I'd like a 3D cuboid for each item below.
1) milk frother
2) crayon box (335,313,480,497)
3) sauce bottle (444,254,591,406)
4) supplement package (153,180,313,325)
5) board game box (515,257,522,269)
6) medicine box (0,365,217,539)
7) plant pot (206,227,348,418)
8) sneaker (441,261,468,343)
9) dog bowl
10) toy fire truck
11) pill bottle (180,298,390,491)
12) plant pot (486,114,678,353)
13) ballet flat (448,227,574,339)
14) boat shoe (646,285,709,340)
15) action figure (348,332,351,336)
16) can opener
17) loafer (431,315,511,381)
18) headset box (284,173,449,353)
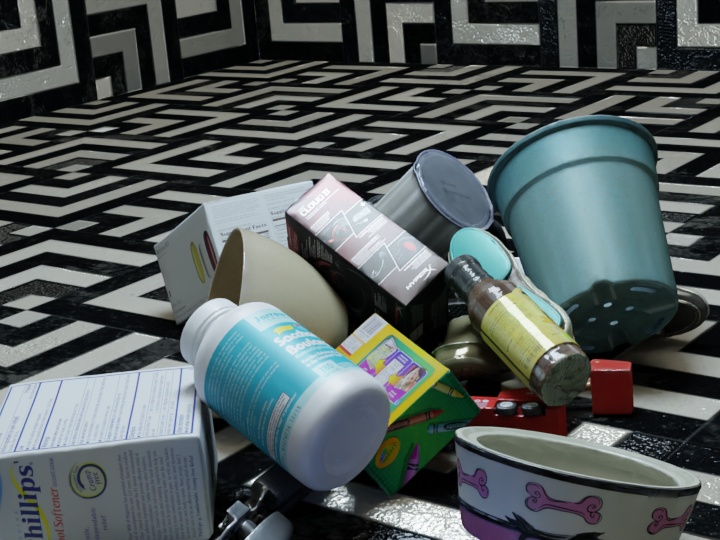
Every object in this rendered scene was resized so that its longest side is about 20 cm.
[{"bbox_3d":[0.067,-0.065,1.681,0.179,0.188,0.202,15,45,-38],"label":"milk frother"},{"bbox_3d":[0.021,0.126,1.357,0.119,0.058,0.200,-42,24,-5],"label":"crayon box"},{"bbox_3d":[0.148,0.051,1.377,0.064,0.065,0.200,-13,40,-26],"label":"sauce bottle"},{"bbox_3d":[-0.150,-0.021,1.773,0.154,0.112,0.200,-14,-8,-29],"label":"supplement package"},{"bbox_3d":[0.126,0.026,1.813,0.197,0.026,0.200,-2,16,9],"label":"board game box"},{"bbox_3d":[-0.236,0.173,1.287,0.197,0.105,0.182,-6,16,-3],"label":"medicine box"},{"bbox_3d":[-0.088,0.067,1.490,0.133,0.203,0.200,12,12,-15],"label":"plant pot"},{"bbox_3d":[0.124,0.030,1.601,0.079,0.075,0.200,-5,-19,-34],"label":"sneaker"},{"bbox_3d":[0.165,0.181,1.104,0.197,0.075,0.200,10,2,0],"label":"dog bowl"},{"bbox_3d":[0.167,0.133,1.397,0.197,0.050,0.141,0,17,19],"label":"toy fire truck"},{"bbox_3d":[-0.075,0.101,1.254,0.110,0.112,0.199,-20,41,-42],"label":"pill bottle"},{"bbox_3d":[0.254,-0.029,1.535,0.197,0.201,0.198,-6,58,-5],"label":"plant pot"},{"bbox_3d":[0.157,0.031,1.471,0.067,0.062,0.200,-38,47,1],"label":"ballet flat"},{"bbox_3d":[0.300,0.056,1.608,0.198,0.068,0.057,1,32,35],"label":"boat shoe"},{"bbox_3d":[-0.079,0.059,1.635,0.197,0.104,0.119,1,6,24],"label":"action figure"},{"bbox_3d":[-0.069,0.213,1.229,0.067,0.054,0.200,35,29,14],"label":"can opener"},{"bbox_3d":[0.115,0.081,1.471,0.075,0.069,0.200,-12,-5,13],"label":"loafer"},{"bbox_3d":[0.000,0.000,1.525,0.199,0.149,0.075,37,65,24],"label":"headset box"}]
